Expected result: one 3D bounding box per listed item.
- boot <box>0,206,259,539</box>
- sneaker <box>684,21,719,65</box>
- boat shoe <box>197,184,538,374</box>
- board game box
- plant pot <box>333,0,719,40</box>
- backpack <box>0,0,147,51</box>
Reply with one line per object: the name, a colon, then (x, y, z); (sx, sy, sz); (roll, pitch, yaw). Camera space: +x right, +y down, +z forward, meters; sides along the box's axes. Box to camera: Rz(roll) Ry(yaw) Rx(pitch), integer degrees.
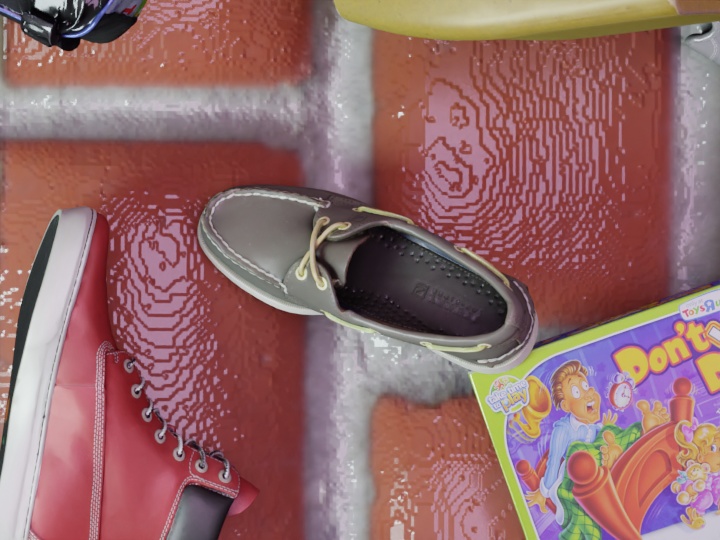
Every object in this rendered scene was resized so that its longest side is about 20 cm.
boot: (-0.121, 0.070, 1.633); (0.144, 0.072, 0.201); (8, 95, -9)
sneaker: (0.243, -0.203, 1.699); (0.115, 0.075, 0.201); (24, 86, -5)
boat shoe: (0.001, -0.003, 1.634); (0.201, 0.060, 0.072); (21, 81, 12)
board game box: (0.177, 0.085, 1.652); (0.199, 0.045, 0.135); (-20, 91, 10)
plant pot: (0.081, -0.213, 1.609); (0.199, 0.194, 0.196); (-11, 90, 20)
backpack: (-0.164, -0.241, 1.583); (0.183, 0.147, 0.200); (28, 100, 5)
